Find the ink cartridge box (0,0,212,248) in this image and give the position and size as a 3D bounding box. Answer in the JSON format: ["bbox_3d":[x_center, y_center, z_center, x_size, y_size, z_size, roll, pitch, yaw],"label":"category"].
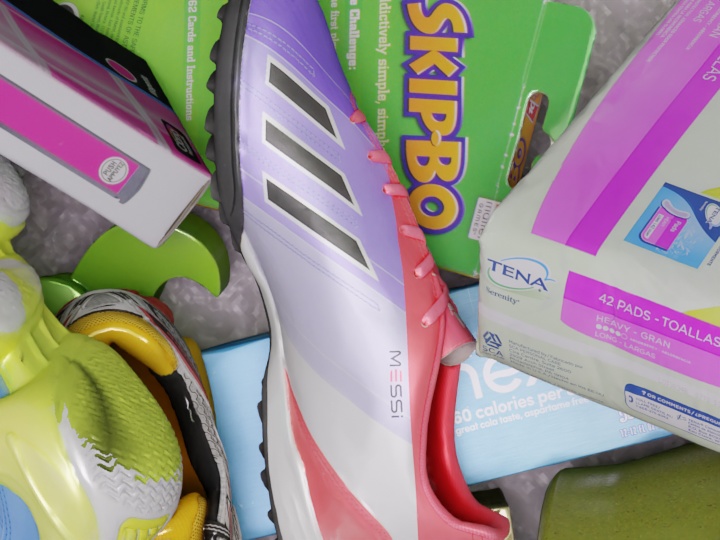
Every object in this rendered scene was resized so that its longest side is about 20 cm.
[{"bbox_3d":[-0.140,-0.084,0.737,0.200,0.095,0.037,30,105,-32],"label":"ink cartridge box"}]

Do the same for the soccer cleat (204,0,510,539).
[{"bbox_3d":[0.000,0.000,0.759,0.073,0.068,0.200,-7,94,21],"label":"soccer cleat"}]

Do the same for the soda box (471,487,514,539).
[{"bbox_3d":[0.033,0.181,0.828,0.064,0.068,0.200,-8,90,0],"label":"soda box"}]

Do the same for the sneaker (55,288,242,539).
[{"bbox_3d":[-0.071,0.104,0.753,0.078,0.082,0.200,-14,87,-5],"label":"sneaker"}]

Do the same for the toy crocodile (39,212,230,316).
[{"bbox_3d":[-0.117,0.061,0.830,0.062,0.068,0.200,32,90,0],"label":"toy crocodile"}]

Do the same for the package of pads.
[{"bbox_3d":[0.150,-0.023,0.753,0.154,0.068,0.200,21,47,23],"label":"package of pads"}]

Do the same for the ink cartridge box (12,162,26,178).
[{"bbox_3d":[-0.227,-0.046,0.762,0.200,0.084,0.146,44,54,-21],"label":"ink cartridge box"}]

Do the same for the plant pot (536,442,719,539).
[{"bbox_3d":[0.158,0.127,0.779,0.193,0.200,0.200,-2,90,12],"label":"plant pot"}]

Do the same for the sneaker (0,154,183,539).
[{"bbox_3d":[-0.139,0.024,0.712,0.105,0.076,0.200,-46,60,20],"label":"sneaker"}]

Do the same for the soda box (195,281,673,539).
[{"bbox_3d":[0.044,0.037,0.830,0.200,0.064,0.068,-14,89,0],"label":"soda box"}]

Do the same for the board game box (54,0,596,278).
[{"bbox_3d":[-0.020,-0.062,0.818,0.200,0.030,0.096,15,90,23],"label":"board game box"}]
